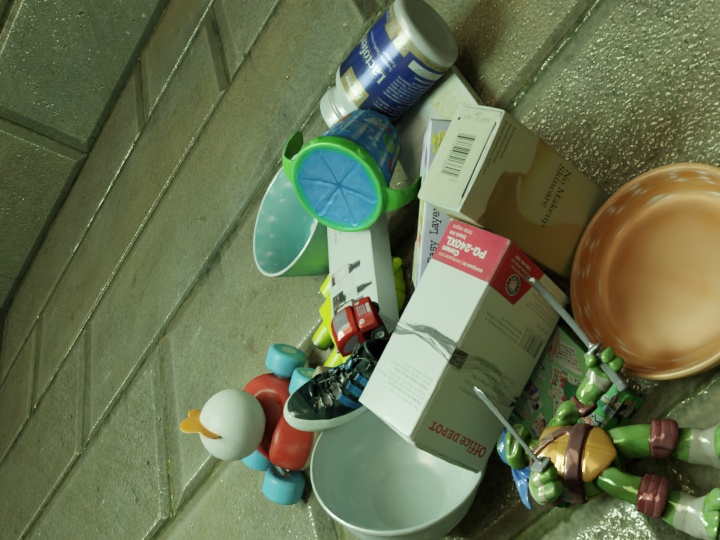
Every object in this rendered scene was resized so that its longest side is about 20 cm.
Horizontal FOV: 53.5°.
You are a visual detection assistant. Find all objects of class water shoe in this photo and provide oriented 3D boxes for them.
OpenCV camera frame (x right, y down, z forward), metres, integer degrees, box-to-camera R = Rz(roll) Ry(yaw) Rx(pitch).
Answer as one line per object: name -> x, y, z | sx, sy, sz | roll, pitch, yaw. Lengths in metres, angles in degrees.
water shoe -> -0.001, 0.114, 0.821 | 0.195, 0.080, 0.072 | -20, 38, -7

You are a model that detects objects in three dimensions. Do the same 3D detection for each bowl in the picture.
bowl -> 0.049, 0.231, 0.794 | 0.195, 0.092, 0.203 | -11, 34, 7
bowl -> -0.077, -0.074, 1.143 | 0.199, 0.103, 0.206 | -30, 51, 44

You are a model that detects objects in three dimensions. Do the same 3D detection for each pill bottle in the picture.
pill bottle -> 0.035, -0.276, 1.014 | 0.199, 0.114, 0.118 | -41, 44, 36

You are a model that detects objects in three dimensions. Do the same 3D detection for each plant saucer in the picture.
plant saucer -> 0.286, 0.002, 0.662 | 0.198, 0.037, 0.206 | -29, 52, 43

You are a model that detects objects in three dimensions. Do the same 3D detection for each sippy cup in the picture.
sippy cup -> -0.008, -0.146, 0.968 | 0.139, 0.177, 0.131 | -37, 15, 46

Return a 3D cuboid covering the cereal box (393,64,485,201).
cereal box -> 0.110, -0.196, 1.003 | 0.145, 0.039, 0.203 | -50, 38, 26

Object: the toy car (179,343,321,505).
toy car -> -0.167, 0.211, 1.019 | 0.176, 0.196, 0.189 | 31, 106, 55

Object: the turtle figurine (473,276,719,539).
turtle figurine -> 0.196, 0.130, 0.584 | 0.189, 0.143, 0.207 | 8, 105, 29

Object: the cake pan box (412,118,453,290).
cake pan box -> 0.092, -0.071, 0.836 | 0.200, 0.051, 0.190 | -61, -23, -83

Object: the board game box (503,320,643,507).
board game box -> 0.183, 0.122, 0.750 | 0.136, 0.029, 0.201 | -58, 36, 16

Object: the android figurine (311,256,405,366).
android figurine -> -0.002, 0.051, 1.035 | 0.202, 0.040, 0.184 | -56, 37, 22

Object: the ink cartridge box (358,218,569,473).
ink cartridge box -> 0.105, 0.078, 0.705 | 0.082, 0.144, 0.204 | 25, 84, 44

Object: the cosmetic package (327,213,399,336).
cosmetic package -> 0.000, 0.000, 0.977 | 0.081, 0.050, 0.204 | -30, 45, 26

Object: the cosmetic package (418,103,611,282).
cosmetic package -> 0.163, -0.073, 0.725 | 0.071, 0.197, 0.108 | 28, 94, 54

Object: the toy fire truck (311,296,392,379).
toy fire truck -> -0.010, 0.134, 0.908 | 0.138, 0.202, 0.049 | -25, 42, 5
